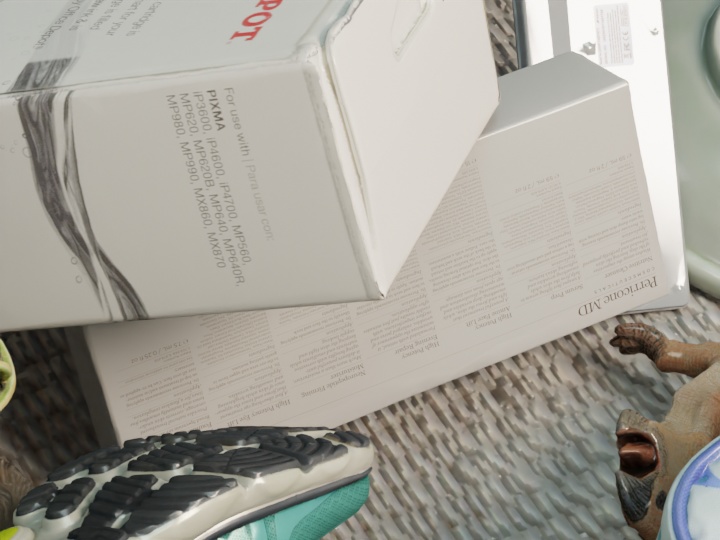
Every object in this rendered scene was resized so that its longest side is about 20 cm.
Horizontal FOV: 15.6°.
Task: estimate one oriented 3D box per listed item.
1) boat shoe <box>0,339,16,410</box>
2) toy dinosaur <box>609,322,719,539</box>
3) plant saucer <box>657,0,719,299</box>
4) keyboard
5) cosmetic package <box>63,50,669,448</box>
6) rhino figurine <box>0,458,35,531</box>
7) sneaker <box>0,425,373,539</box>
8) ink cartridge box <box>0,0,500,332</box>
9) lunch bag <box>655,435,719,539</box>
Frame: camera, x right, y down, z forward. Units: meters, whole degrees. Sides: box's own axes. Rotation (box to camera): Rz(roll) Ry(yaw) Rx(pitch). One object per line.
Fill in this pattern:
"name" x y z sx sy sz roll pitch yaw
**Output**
"boat shoe" -0.133 0.020 0.750 0.060 0.202 0.072 -22 17 -11
"toy dinosaur" 0.160 0.064 0.865 0.199 0.086 0.136 7 53 -14
"plant saucer" 0.181 -0.066 0.999 0.199 0.050 0.201 2 48 -3
"keyboard" 0.083 -0.084 0.946 0.056 0.011 0.201 -6 92 -17
"cosmetic package" 0.000 0.000 0.881 0.199 0.083 0.051 -20 23 -15
"rhino figurine" -0.065 0.110 0.812 0.199 0.060 0.088 22 59 17
"sneaker" -0.069 0.102 0.739 0.077 0.080 0.200 2 26 43
"ink cartridge box" -0.071 -0.050 0.824 0.199 0.085 0.146 -7 26 23
"lunch bag" 0.179 0.112 0.707 0.160 0.083 0.200 -28 60 -24
